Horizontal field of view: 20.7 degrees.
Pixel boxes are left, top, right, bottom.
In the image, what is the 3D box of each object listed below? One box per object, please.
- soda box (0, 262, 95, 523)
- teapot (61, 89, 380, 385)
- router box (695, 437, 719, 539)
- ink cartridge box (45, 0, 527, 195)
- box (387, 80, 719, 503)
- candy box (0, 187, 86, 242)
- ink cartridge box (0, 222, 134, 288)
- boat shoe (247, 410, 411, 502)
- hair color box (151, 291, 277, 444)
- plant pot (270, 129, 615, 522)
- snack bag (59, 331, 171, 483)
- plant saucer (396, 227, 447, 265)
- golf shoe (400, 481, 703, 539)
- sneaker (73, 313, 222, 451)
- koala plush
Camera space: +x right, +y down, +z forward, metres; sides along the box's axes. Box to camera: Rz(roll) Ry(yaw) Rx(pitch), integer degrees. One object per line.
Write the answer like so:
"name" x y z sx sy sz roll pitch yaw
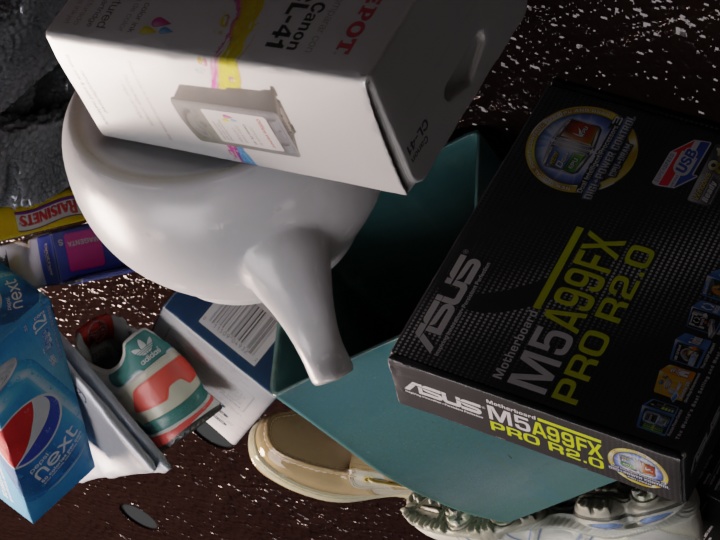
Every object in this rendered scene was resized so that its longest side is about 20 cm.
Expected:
"soda box" -0.234 0.080 1.309 0.068 0.064 0.200 33 151 25
"teapot" -0.068 -0.053 1.125 0.197 0.200 0.146 9 140 27
"router box" 0.232 0.180 1.338 0.149 0.051 0.200 29 151 9
"ink cartridge box" -0.037 -0.132 1.014 0.200 0.148 0.086 11 146 32
"box" 0.130 0.005 1.011 0.160 0.200 0.044 19 149 23
"candy box" -0.199 -0.040 1.288 0.102 0.200 0.026 -4 99 50
"ink cartridge box" -0.175 -0.015 1.339 0.200 0.119 0.042 -3 99 61
"boat shoe" 0.022 0.124 1.403 0.200 0.074 0.069 9 142 -18
"hair color box" -0.096 0.058 1.416 0.100 0.061 0.200 40 161 0
"plant pot" 0.067 0.051 1.178 0.141 0.141 0.200 -25 129 27
"snack bag" -0.229 0.078 1.399 0.189 0.021 0.200 51 156 -11
"plant saucer" 0.000 0.000 1.305 0.200 0.032 0.200 24 150 15
"golf shoe" 0.124 0.166 1.269 0.200 0.078 0.097 -3 131 30
"sneaker" -0.172 0.069 1.408 0.200 0.070 0.093 3 126 62
"koala plush" -0.260 -0.142 1.214 0.200 0.184 0.178 36 147 36
